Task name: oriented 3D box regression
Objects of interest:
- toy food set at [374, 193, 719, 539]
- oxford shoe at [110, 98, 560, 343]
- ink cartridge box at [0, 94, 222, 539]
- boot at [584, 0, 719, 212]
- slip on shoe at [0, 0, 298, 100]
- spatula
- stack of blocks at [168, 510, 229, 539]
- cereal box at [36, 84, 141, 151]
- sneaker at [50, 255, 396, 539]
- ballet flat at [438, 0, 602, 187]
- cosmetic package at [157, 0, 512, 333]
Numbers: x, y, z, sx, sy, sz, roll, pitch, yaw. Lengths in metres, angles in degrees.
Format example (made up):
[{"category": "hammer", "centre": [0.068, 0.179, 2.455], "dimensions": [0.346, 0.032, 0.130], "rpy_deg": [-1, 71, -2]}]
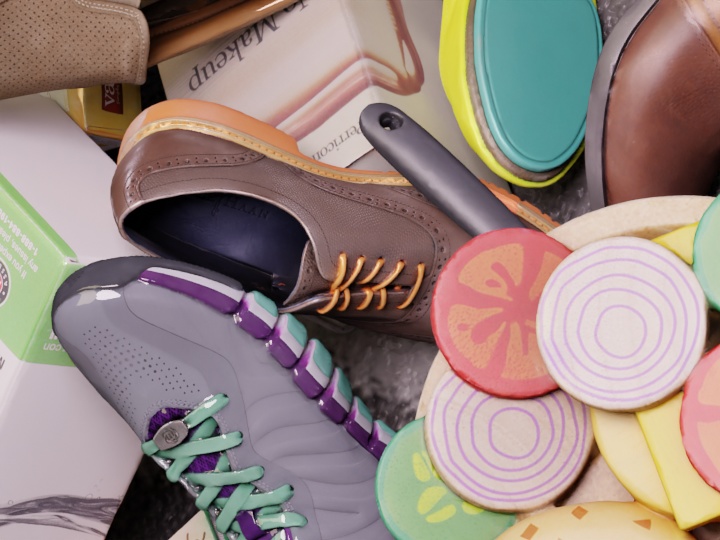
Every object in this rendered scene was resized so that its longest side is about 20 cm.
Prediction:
[{"category": "toy food set", "centre": [0.105, 0.067, 1.038], "dimensions": [0.199, 0.049, 0.199], "rpy_deg": [-23, 75, 9]}, {"category": "oxford shoe", "centre": [0.000, 0.000, 1.128], "dimensions": [0.073, 0.199, 0.072], "rpy_deg": [-80, 6, -61]}, {"category": "ink cartridge box", "centre": [-0.158, 0.046, 1.199], "dimensions": [0.145, 0.084, 0.201], "rpy_deg": [43, 116, 40]}, {"category": "boot", "centre": [0.190, -0.065, 1.069], "dimensions": [0.199, 0.068, 0.189], "rpy_deg": [22, 94, 29]}, {"category": "slip on shoe", "centre": [-0.103, -0.098, 1.155], "dimensions": [0.061, 0.199, 0.076], "rpy_deg": [50, 148, 23]}, {"category": "spatula", "centre": [0.070, 0.009, 1.099], "dimensions": [0.200, 0.056, 0.021], "rpy_deg": [48, 147, 11]}, {"category": "stack of blocks", "centre": [-0.092, 0.206, 1.207], "dimensions": [0.200, 0.058, 0.115], "rpy_deg": [-43, 49, 21]}, {"category": "cereal box", "centre": [-0.181, -0.106, 1.312], "dimensions": [0.199, 0.039, 0.145], "rpy_deg": [-12, 76, 38]}, {"category": "sneaker", "centre": [-0.034, 0.076, 1.100], "dimensions": [0.074, 0.200, 0.088], "rpy_deg": [-35, 30, 35]}, {"category": "ballet flat", "centre": [0.059, -0.115, 1.208], "dimensions": [0.067, 0.067, 0.201], "rpy_deg": [-35, 46, 54]}, {"category": "cosmetic package", "centre": [-0.022, -0.090, 1.245], "dimensions": [0.103, 0.087, 0.201], "rpy_deg": [-37, 52, 24]}]
